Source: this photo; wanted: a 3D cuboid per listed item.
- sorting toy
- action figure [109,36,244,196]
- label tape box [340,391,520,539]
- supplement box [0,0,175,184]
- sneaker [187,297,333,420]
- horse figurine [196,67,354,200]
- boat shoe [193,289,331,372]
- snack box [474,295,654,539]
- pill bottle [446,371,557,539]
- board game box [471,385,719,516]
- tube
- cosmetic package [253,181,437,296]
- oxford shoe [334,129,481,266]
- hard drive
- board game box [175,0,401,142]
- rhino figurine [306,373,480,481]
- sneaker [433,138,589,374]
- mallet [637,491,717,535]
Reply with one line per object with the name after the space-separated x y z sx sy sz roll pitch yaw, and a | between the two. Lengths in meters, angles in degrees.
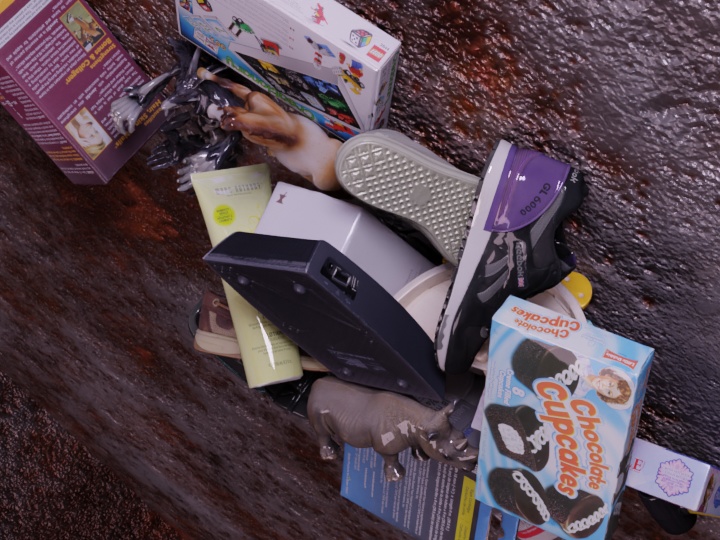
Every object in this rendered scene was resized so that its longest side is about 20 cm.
0.141 0.073 1.065 0.199 0.107 0.180 18 160 28 | sorting toy
-0.162 -0.133 1.112 0.119 0.102 0.200 46 159 12 | action figure
0.079 0.195 1.146 0.199 0.063 0.145 26 130 27 | label tape box
-0.296 -0.193 1.177 0.085 0.110 0.200 5 140 52 | supplement box
-0.085 0.092 1.208 0.200 0.075 0.079 34 168 28 | sneaker
-0.061 -0.108 1.006 0.200 0.050 0.132 34 179 -39 | horse figurine
-0.062 0.054 1.127 0.199 0.072 0.072 7 180 21 | boat shoe
0.152 0.122 0.918 0.116 0.037 0.201 21 133 24 | snack box
0.139 0.179 1.226 0.200 0.111 0.111 43 156 -11 | pill bottle
0.223 0.162 1.046 0.199 0.041 0.200 18 175 28 | board game box
-0.098 0.004 1.072 0.052 0.201 0.058 -15 173 23 | tube
0.000 0.000 1.077 0.101 0.072 0.200 19 170 36 | cosmetic package
0.066 -0.056 0.964 0.199 0.075 0.058 28 -163 -18 | oxford shoe
-0.021 0.036 0.963 0.134 0.042 0.200 7 152 43 | hard drive
-0.063 -0.186 0.953 0.200 0.035 0.126 34 158 10 | board game box
0.030 0.139 1.052 0.199 0.060 0.088 8 130 42 | rhino figurine
0.116 0.006 0.913 0.087 0.076 0.201 18 121 8 | sneaker
0.357 0.235 1.116 0.199 0.041 0.066 8 142 43 | mallet
